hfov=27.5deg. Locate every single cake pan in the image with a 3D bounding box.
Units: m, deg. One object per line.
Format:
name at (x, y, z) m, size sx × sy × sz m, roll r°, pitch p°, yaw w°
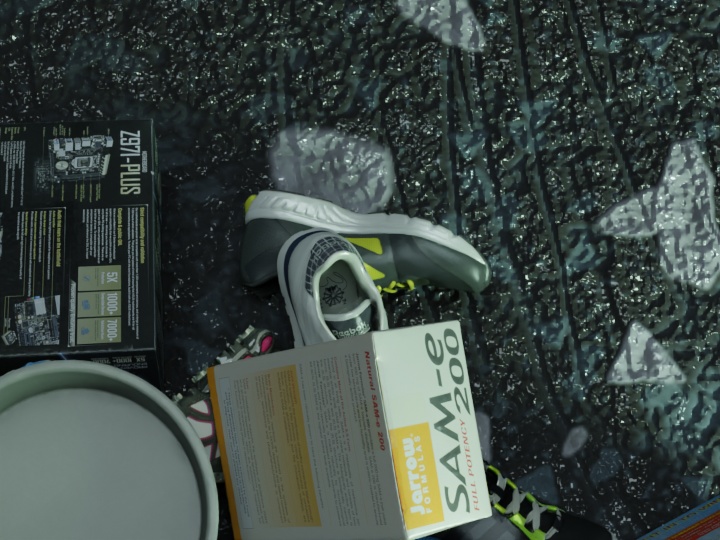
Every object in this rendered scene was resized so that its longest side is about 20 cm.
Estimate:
cake pan at (-0.188, 0.160, 0.948) m, size 0.199 × 0.037 × 0.202 m, roll 0°, pitch 79°, yaw 2°

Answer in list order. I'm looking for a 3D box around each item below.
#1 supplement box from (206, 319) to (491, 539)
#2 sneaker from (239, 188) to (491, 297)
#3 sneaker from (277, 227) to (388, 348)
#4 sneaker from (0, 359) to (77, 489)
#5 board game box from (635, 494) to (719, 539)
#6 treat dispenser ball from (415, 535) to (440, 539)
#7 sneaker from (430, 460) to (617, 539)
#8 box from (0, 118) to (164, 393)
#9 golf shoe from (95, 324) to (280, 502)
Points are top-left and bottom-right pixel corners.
supplement box at (-0.013, 0.109, 0.963) m, size 0.073 × 0.200 × 0.127 m, roll -7°, pitch 86°, yaw -37°
sneaker at (0.000, 0.000, 1.130) m, size 0.199 × 0.075 × 0.085 m, roll 12°, pitch 76°, yaw 12°
sneaker at (-0.004, 0.068, 1.059) m, size 0.076 × 0.080 × 0.201 m, roll -26°, pitch 106°, yaw -17°
sneaker at (-0.245, 0.150, 1.030) m, size 0.075 × 0.087 × 0.201 m, roll 29°, pitch 98°, yaw 11°
board game box at (0.221, 0.220, 0.982) m, size 0.199 × 0.196 × 0.056 m, roll -25°, pitch 91°, yaw -10°
treat dispenser ball at (0.017, 0.270, 0.957) m, size 0.200 × 0.201 × 0.202 m, roll 1°, pitch 70°, yaw -2°
sneaker at (0.083, 0.169, 1.033) m, size 0.199 × 0.083 × 0.072 m, roll 8°, pitch 26°, yaw 13°
box at (-0.229, -0.006, 1.089) m, size 0.163 × 0.086 × 0.201 m, roll -3°, pitch 60°, yaw -5°
golf shoe at (-0.109, 0.123, 1.048) m, size 0.088 × 0.077 × 0.200 m, roll 50°, pitch 52°, yaw -2°
